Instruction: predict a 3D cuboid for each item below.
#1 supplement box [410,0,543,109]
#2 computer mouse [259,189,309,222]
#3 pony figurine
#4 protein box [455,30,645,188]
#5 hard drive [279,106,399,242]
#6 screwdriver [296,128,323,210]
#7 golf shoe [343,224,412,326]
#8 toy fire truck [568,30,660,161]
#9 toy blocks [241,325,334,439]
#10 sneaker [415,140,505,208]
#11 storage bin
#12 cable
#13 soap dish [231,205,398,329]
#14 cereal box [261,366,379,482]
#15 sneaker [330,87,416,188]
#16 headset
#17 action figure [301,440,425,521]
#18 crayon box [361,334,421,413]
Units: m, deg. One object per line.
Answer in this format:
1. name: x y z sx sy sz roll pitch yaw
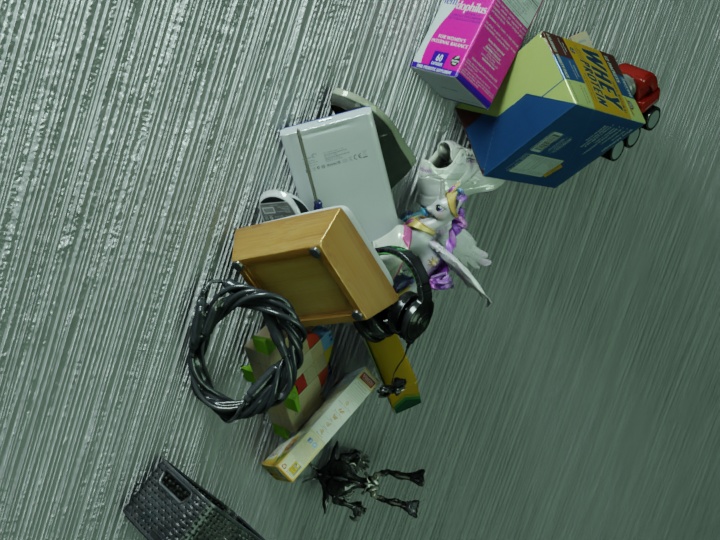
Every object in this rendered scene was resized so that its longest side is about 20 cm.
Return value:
1. supplement box: 0.179 -0.363 1.432 0.103 0.101 0.202 31 85 -45
2. computer mouse: -0.079 -0.036 1.349 0.044 0.108 0.202 -50 129 -42
3. pony figurine: 0.112 -0.026 1.469 0.199 0.167 0.194 -32 115 16
4. protein box: 0.300 -0.247 1.506 0.198 0.137 0.198 2 150 -44
5. hard drive: -0.026 -0.124 1.352 0.130 0.026 0.202 -14 124 3
6. screwdriver: -0.061 -0.112 1.326 0.029 0.028 0.202 -27 127 -25
7. golf shoe: 0.000 0.000 1.393 0.091 0.076 0.200 28 125 -17
8. toy fire truck: 0.448 -0.331 1.704 0.175 0.128 0.202 -37 139 -26
9. toy blocks: -0.093 0.135 1.417 0.137 0.099 0.202 -44 133 -36
10. sneaker: 0.172 -0.169 1.530 0.199 0.074 0.101 -27 126 -33
11. storage bin: -0.226 0.373 1.352 0.094 0.134 0.200 -51 134 -13
12. cable: -0.158 0.115 1.297 0.051 0.161 0.203 -71 174 -75
13. soap dish: -0.068 0.002 1.272 0.158 0.198 0.082 57 46 -26
14. cereal box: -0.062 0.235 1.450 0.040 0.144 0.200 45 73 -3
15. sneaker: 0.003 -0.170 1.372 0.107 0.074 0.200 -56 136 -8
16. headset: 0.038 0.069 1.312 0.093 0.122 0.203 -15 99 -52
17. action figure: 0.003 0.356 1.575 0.102 0.197 0.121 97 4 -70
18. crayon box: 0.044 0.138 1.448 0.051 0.127 0.200 -23 162 -1
